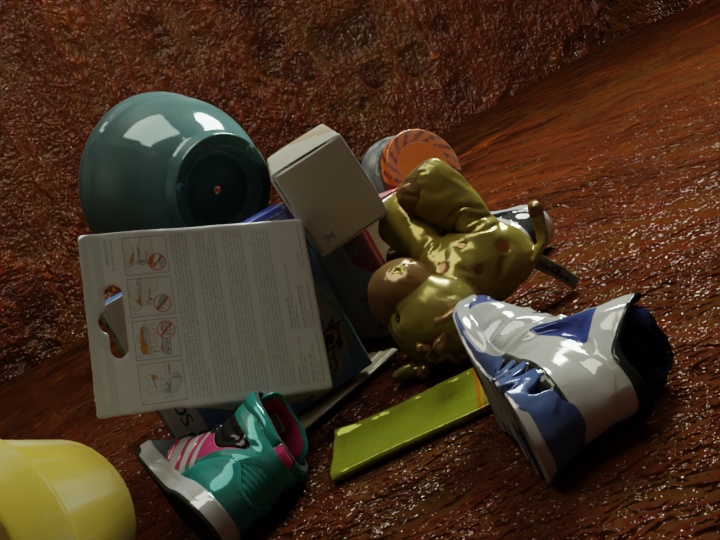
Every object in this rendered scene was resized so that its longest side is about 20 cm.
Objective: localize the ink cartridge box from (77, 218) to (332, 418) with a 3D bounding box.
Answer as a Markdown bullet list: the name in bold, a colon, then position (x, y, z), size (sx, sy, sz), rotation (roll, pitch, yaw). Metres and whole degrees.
- **ink cartridge box**: position (-0.135, 0.043, 0.843), size (0.200, 0.162, 0.050), rotation (-6, -17, -18)

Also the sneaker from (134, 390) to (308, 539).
- **sneaker**: position (-0.108, 0.149, 0.799), size (0.121, 0.084, 0.200), rotation (-37, 20, -21)

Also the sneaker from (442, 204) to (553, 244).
- **sneaker**: position (0.115, -0.022, 1.130), size (0.200, 0.073, 0.112), rotation (-16, 14, 47)

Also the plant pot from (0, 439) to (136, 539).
- **plant pot**: position (-0.261, 0.203, 0.689), size (0.201, 0.201, 0.189), rotation (-25, -6, 17)

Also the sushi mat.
- **sushi mat**: position (-0.051, 0.133, 0.953), size (0.096, 0.012, 0.200), rotation (-17, 14, 47)

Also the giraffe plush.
- **giraffe plush**: position (0.074, 0.019, 0.892), size (0.200, 0.173, 0.162), rotation (20, 49, 29)

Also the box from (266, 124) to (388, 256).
- **box**: position (-0.039, -0.087, 0.987), size (0.078, 0.095, 0.200), rotation (-33, 14, 0)

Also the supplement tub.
- **supplement tub**: position (0.035, -0.084, 1.183), size (0.122, 0.123, 0.200), rotation (-33, -4, -32)

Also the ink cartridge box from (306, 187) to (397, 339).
- **ink cartridge box**: position (0.000, 0.000, 1.115), size (0.085, 0.146, 0.200), rotation (-37, 13, -32)

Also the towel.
- **towel**: position (0.066, 0.104, 0.764), size (0.200, 0.018, 0.086), rotation (-27, 8, 7)

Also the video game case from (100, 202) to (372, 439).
- **video game case**: position (-0.115, 0.062, 0.917), size (0.200, 0.181, 0.045), rotation (-32, 11, -20)

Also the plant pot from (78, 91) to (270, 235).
- **plant pot**: position (-0.181, -0.092, 1.049), size (0.200, 0.201, 0.134), rotation (-34, 28, -33)

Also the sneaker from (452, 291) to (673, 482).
- **sneaker**: position (0.138, 0.061, 0.642), size (0.115, 0.081, 0.199), rotation (-24, 16, -1)
